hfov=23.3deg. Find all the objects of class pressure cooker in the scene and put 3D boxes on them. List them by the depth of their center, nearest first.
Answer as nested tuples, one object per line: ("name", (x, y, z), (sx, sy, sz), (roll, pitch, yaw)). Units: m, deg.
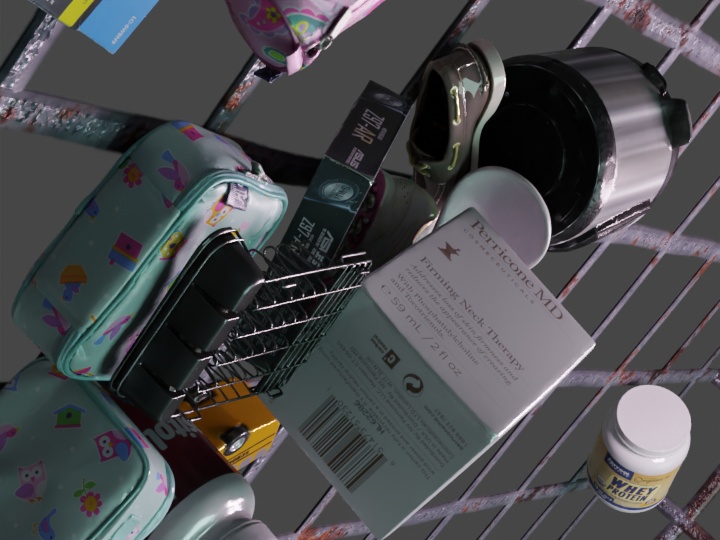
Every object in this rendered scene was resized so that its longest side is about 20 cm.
("pressure cooker", (0.200, -0.120, 1.615), (0.199, 0.176, 0.180), (-17, 140, -53))

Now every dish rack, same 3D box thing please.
("dish rack", (-0.079, 0.038, 1.285), (0.154, 0.055, 0.199), (-53, 160, 23))

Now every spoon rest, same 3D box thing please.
("spoon rest", (0.093, -0.019, 1.557), (0.061, 0.100, 0.200), (-38, 178, -45))

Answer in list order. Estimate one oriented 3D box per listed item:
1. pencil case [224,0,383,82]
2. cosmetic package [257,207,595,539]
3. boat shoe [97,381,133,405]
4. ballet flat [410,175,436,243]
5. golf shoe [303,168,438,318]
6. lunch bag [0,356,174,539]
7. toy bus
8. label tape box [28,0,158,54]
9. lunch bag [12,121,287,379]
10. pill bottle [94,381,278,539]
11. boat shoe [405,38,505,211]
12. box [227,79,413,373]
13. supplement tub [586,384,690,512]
("pencil case", (-0.001, -0.214, 1.202), (0.200, 0.087, 0.088), (-39, 157, -22))
("cosmetic package", (0.056, 0.083, 1.466), (0.166, 0.168, 0.200), (-47, 172, 36))
("boat shoe", (-0.130, 0.025, 1.393), (0.200, 0.069, 0.084), (-49, 159, 5))
("ballet flat", (0.050, -0.007, 1.678), (0.070, 0.065, 0.201), (-32, 154, -38))
("golf shoe", (0.000, 0.000, 1.557), (0.091, 0.076, 0.201), (8, 127, -35))
("lunch bag", (-0.248, 0.182, 1.324), (0.200, 0.160, 0.077), (-46, 158, -3))
("toy bus", (-0.165, 0.166, 1.582), (0.199, 0.065, 0.079), (-28, 154, -41))
("label tape box", (-0.152, -0.217, 0.938), (0.144, 0.063, 0.200), (-49, 159, 4))
("lunch bag", (-0.144, -0.011, 1.271), (0.200, 0.077, 0.160), (-49, 158, 9))
("pill bottle", (-0.160, 0.182, 1.432), (0.113, 0.200, 0.113), (-38, 158, -19))
("boat shoe", (0.071, -0.118, 1.524), (0.059, 0.072, 0.201), (-18, 151, -25))
("box", (-0.032, -0.037, 1.411), (0.201, 0.043, 0.160), (-62, -179, 29))
("supplement tub", (0.453, 0.289, 2.836), (0.144, 0.144, 0.201), (-35, 156, -26))
